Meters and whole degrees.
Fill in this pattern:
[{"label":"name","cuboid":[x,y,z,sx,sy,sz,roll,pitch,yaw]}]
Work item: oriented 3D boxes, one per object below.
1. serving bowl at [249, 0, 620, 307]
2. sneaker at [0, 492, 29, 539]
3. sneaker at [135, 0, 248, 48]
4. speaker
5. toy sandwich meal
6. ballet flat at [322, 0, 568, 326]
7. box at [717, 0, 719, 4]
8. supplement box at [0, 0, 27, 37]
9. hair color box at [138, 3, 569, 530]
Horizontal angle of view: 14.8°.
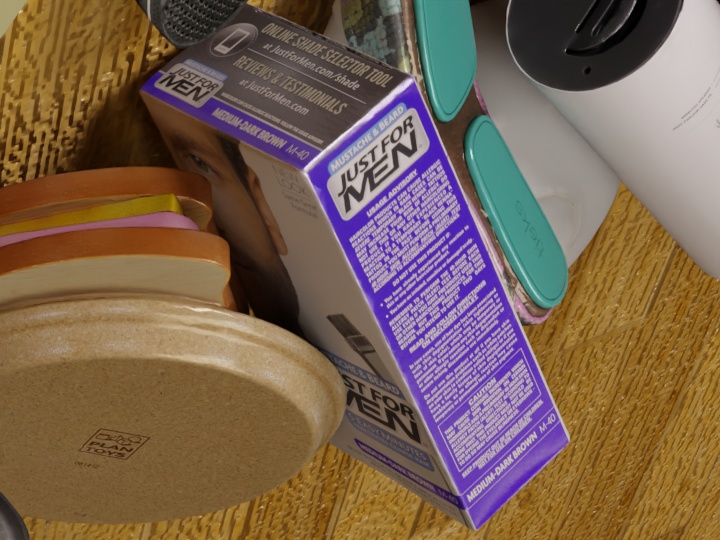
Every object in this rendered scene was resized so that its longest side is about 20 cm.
[{"label":"serving bowl","cuboid":[0.045,-0.024,1.226,0.199,0.066,0.201,-29,150,-18]},{"label":"sneaker","cuboid":[-0.189,0.069,1.006,0.200,0.084,0.077,42,67,-39]},{"label":"sneaker","cuboid":[-0.008,-0.151,0.967,0.080,0.086,0.200,11,125,-52]},{"label":"speaker","cuboid":[0.137,-0.068,1.172,0.081,0.081,0.200,-42,144,6]},{"label":"toy sandwich meal","cuboid":[-0.101,0.035,1.102,0.204,0.071,0.205,-2,152,-1]},{"label":"ballet flat","cuboid":[0.022,-0.061,1.108,0.201,0.071,0.069,68,29,-26]},{"label":"box","cuboid":[0.212,-0.131,1.233,0.103,0.095,0.200,-42,151,5]},{"label":"supplement box","cuboid":[-0.207,-0.098,0.700,0.134,0.200,0.200,9,126,-52]},{"label":"hair color box","cuboid":[0.000,0.000,1.090,0.065,0.109,0.201,-40,130,-20]}]
